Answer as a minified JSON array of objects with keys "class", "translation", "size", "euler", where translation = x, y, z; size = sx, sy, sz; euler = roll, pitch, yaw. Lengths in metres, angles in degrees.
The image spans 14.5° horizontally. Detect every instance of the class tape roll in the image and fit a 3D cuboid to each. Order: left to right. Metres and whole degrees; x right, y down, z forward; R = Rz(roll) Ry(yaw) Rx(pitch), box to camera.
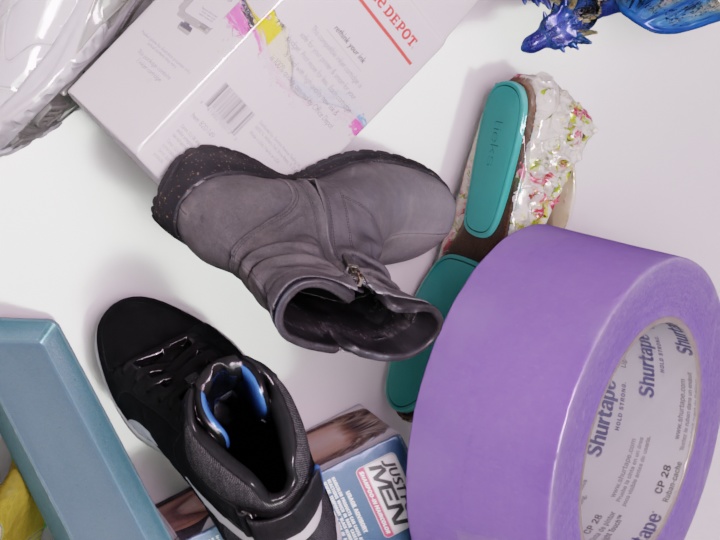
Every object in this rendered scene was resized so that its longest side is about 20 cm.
[{"class":"tape roll","translation":[0.110,0.081,1.472],"size":[0.085,0.200,0.200],"euler":[13,98,29]}]

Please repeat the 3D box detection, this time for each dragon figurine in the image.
[{"class":"dragon figurine","translation":[0.157,-0.156,1.494],"size":[0.200,0.099,0.059],"euler":[-14,103,-11]}]

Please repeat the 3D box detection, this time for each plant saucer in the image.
[{"class":"plant saucer","translation":[-0.141,0.105,1.425],"size":[0.070,0.200,0.019],"euler":[4,138,-49]}]

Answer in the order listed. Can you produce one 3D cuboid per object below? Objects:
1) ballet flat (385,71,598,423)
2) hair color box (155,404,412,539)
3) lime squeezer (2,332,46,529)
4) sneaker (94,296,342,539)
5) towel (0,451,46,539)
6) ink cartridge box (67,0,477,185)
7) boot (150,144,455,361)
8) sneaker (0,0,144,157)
[{"class":"ballet flat","translation":[0.077,-0.007,1.518],"size":[0.064,0.076,0.200],"euler":[15,100,-36]},{"class":"hair color box","translation":[-0.067,0.145,1.490],"size":[0.200,0.100,0.061],"euler":[-26,102,-9]},{"class":"lime squeezer","translation":[-0.206,0.136,1.486],"size":[0.071,0.038,0.200],"euler":[30,92,-17]},{"class":"sneaker","translation":[-0.074,0.059,1.415],"size":[0.073,0.200,0.112],"euler":[-30,146,-15]},{"class":"towel","translation":[-0.191,0.193,1.393],"size":[0.023,0.200,0.144],"euler":[14,120,3]},{"class":"ink cartridge box","translation":[-0.037,-0.119,1.444],"size":[0.200,0.067,0.116],"euler":[-46,142,-3]},{"class":"boot","translation":[0.000,0.000,1.421],"size":[0.200,0.132,0.070],"euler":[-3,125,-44]},{"class":"sneaker","translation":[-0.159,-0.146,1.441],"size":[0.099,0.078,0.200],"euler":[39,95,7]}]
